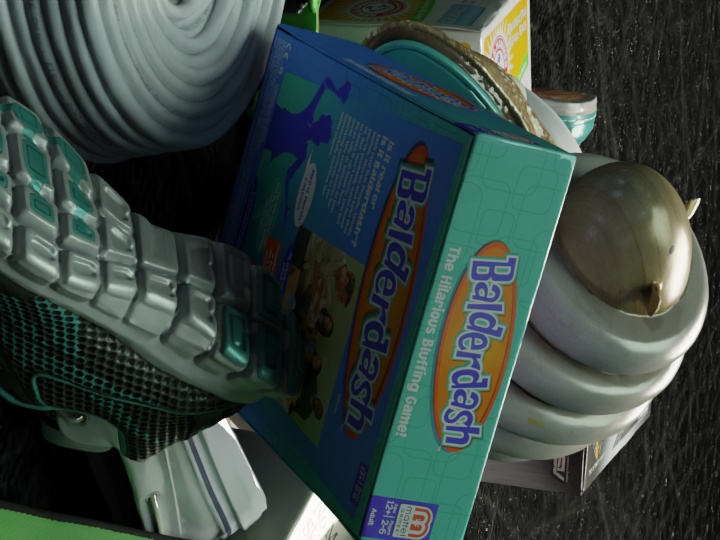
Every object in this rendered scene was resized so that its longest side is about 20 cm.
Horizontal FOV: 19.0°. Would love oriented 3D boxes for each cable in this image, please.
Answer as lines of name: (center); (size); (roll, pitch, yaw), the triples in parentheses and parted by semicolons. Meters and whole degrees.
cable: (-0.090, -0.142, 0.845); (0.200, 0.069, 0.201); (-37, 129, -67)

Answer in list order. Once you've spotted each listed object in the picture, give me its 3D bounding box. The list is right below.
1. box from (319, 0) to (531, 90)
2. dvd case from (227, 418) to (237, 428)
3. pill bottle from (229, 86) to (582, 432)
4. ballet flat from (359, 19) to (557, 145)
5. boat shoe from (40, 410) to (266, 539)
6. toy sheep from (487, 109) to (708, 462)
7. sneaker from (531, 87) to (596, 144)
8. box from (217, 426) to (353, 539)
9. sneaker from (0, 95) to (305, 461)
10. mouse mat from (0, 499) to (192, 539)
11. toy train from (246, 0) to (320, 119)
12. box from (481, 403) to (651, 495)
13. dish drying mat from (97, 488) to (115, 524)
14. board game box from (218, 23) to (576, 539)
box: (0.036, -0.058, 1.204); (0.113, 0.101, 0.201); (-50, 141, -61)
dvd case: (-0.060, 0.117, 1.089); (0.143, 0.017, 0.201); (-47, 138, -64)
pill bottle: (0.016, -0.001, 1.036); (0.200, 0.112, 0.113); (-47, 142, -34)
ballet flat: (0.064, -0.046, 0.974); (0.200, 0.070, 0.065); (54, 34, -30)
boat shoe: (-0.099, 0.047, 0.865); (0.067, 0.074, 0.200); (-36, 124, -15)
toy sheep: (0.068, 0.015, 0.900); (0.200, 0.138, 0.138); (-43, -155, 53)
sneaker: (0.094, -0.071, 1.326); (0.200, 0.071, 0.080); (-174, -92, -77)
box: (-0.070, 0.170, 0.940); (0.200, 0.068, 0.082); (-61, 147, -33)
sneaker: (-0.114, 0.010, 0.764); (0.200, 0.091, 0.078); (36, 30, -32)
mouse mat: (-0.063, 0.177, 0.848); (0.199, 0.008, 0.161); (16, 49, -32)
toy train: (-0.034, -0.092, 1.085); (0.056, 0.042, 0.201); (-58, 149, -73)
box: (0.080, 0.077, 1.286); (0.200, 0.158, 0.049); (-25, 120, -69)
dish drying mat: (-0.096, 0.166, 0.994); (0.077, 0.018, 0.201); (-44, 135, -62)
board game box: (0.000, 0.000, 0.830); (0.200, 0.045, 0.153); (39, -65, 62)
